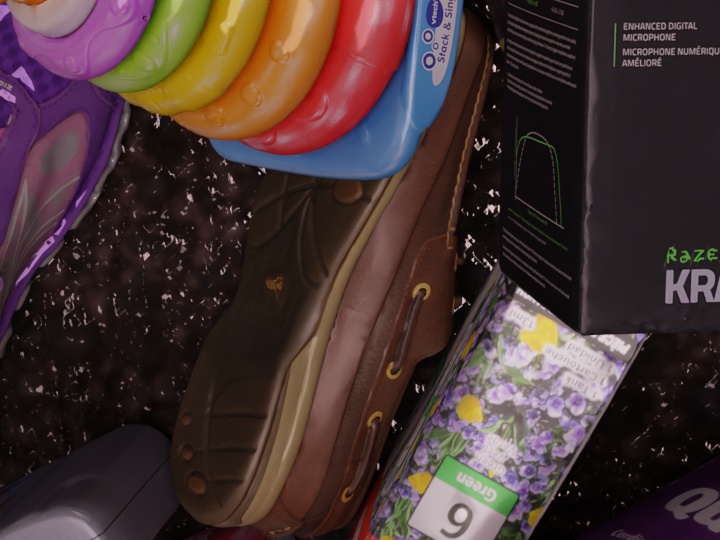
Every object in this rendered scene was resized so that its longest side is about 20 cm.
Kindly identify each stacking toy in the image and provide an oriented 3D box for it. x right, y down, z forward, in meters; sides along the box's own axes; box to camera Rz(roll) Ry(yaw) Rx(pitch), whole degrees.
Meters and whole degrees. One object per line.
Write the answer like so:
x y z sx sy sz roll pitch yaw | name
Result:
-0.071 -0.094 0.754 0.109 0.199 0.117 8 93 46 | stacking toy

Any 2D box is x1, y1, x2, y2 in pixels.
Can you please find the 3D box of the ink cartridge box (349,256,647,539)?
0.031 0.079 0.838 0.050 0.109 0.201 29 104 -1 | ink cartridge box

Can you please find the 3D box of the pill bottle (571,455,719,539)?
0.127 0.120 0.796 0.199 0.112 0.113 -25 103 -33 | pill bottle

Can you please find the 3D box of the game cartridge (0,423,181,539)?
-0.158 0.119 0.854 0.199 0.133 0.042 -29 99 11 | game cartridge

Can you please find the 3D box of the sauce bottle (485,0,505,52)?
0.082 -0.079 0.822 0.066 0.066 0.200 -35 95 12 | sauce bottle

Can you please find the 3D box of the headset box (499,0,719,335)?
0.136 -0.090 0.714 0.173 0.093 0.201 -1 102 -12 | headset box

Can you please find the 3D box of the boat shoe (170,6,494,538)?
0.000 0.001 0.852 0.067 0.072 0.201 19 96 -35 | boat shoe

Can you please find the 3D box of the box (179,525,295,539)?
-0.060 0.168 0.821 0.094 0.200 0.103 -22 101 9 | box

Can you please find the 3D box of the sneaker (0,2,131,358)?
-0.143 -0.017 0.846 0.080 0.088 0.201 25 103 1 | sneaker
